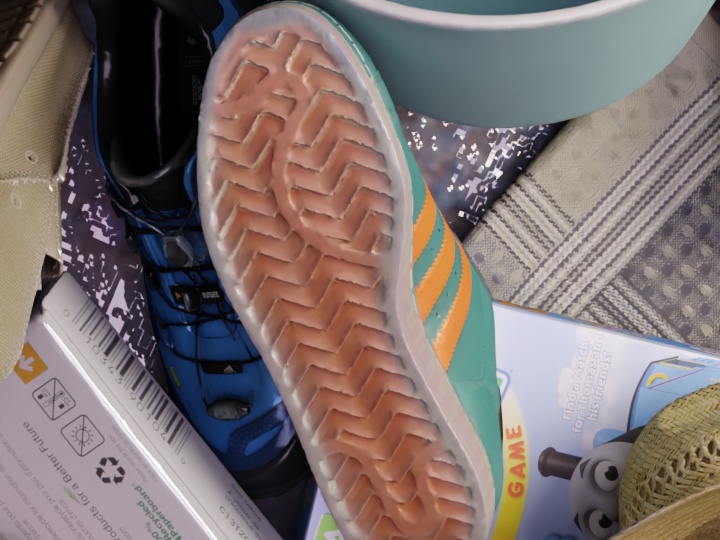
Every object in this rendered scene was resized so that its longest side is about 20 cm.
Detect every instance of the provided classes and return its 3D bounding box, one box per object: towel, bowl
[{"bbox_3d":[0.123,0.030,1.011,0.193,0.035,0.200,44,88,-9],"label":"towel"},{"bbox_3d":[0.050,-0.127,0.914,0.199,0.105,0.202,-3,54,4],"label":"bowl"}]

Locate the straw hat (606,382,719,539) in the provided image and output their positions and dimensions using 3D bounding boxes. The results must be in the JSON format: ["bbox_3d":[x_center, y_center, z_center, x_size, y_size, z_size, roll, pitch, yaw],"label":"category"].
[{"bbox_3d":[0.131,0.085,0.910,0.199,0.202,0.086,-8,52,-6],"label":"straw hat"}]

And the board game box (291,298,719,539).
[{"bbox_3d":[0.078,0.094,0.974,0.198,0.037,0.153,13,95,-7],"label":"board game box"}]

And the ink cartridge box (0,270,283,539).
[{"bbox_3d":[-0.117,0.132,0.943,0.199,0.043,0.199,-34,101,22],"label":"ink cartridge box"}]

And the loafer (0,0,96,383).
[{"bbox_3d":[-0.132,-0.025,0.887,0.075,0.201,0.069,-13,126,23],"label":"loafer"}]

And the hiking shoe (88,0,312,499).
[{"bbox_3d":[-0.060,-0.018,0.920,0.074,0.087,0.202,-9,91,27],"label":"hiking shoe"}]

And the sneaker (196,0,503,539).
[{"bbox_3d":[0.000,0.000,0.888,0.071,0.080,0.201,-11,110,16],"label":"sneaker"}]
